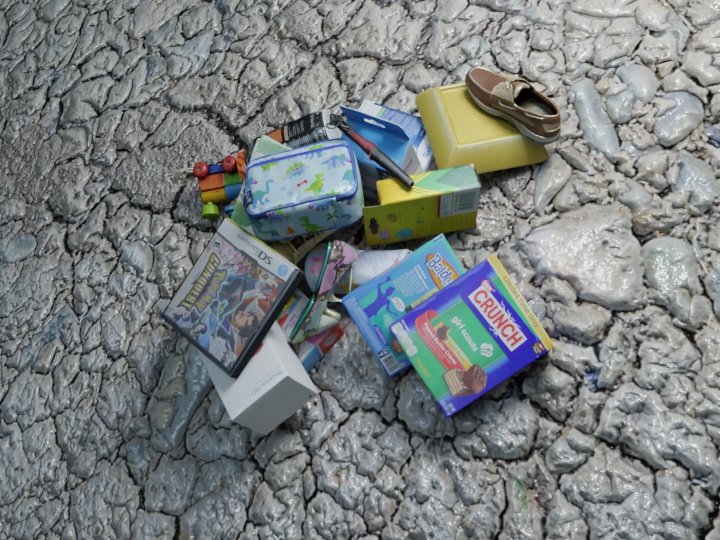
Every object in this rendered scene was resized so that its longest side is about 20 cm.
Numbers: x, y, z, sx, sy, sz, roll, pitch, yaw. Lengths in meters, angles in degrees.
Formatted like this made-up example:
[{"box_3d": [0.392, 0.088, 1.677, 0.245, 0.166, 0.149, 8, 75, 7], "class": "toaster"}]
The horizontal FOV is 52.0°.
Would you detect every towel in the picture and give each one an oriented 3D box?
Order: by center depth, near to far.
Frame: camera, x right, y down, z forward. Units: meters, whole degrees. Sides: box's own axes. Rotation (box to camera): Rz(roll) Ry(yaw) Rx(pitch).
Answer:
[{"box_3d": [-0.157, -0.134, 1.392, 0.151, 0.023, 0.202, 24, 103, 4], "class": "towel"}]

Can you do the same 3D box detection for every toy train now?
[{"box_3d": [-0.315, -0.158, 1.527, 0.197, 0.085, 0.118, -7, 77, 21], "class": "toy train"}]

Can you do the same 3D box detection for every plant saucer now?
[{"box_3d": [0.216, -0.269, 1.310, 0.197, 0.049, 0.202, -11, 60, -6], "class": "plant saucer"}]

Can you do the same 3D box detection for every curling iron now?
[{"box_3d": [0.013, -0.198, 1.222, 0.200, 0.049, 0.026, 43, 116, 20], "class": "curling iron"}]

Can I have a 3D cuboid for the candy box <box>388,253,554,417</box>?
[{"box_3d": [0.171, 0.099, 1.142, 0.199, 0.077, 0.170, -35, 87, 5], "class": "candy box"}]

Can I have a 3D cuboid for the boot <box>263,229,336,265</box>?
[{"box_3d": [-0.093, -0.064, 1.279, 0.154, 0.073, 0.200, -30, 16, 15], "class": "boot"}]

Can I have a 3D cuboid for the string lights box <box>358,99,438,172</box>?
[{"box_3d": [0.068, -0.244, 1.399, 0.199, 0.059, 0.103, 26, 79, 31], "class": "string lights box"}]

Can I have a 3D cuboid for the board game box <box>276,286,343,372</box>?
[{"box_3d": [-0.147, 0.102, 1.345, 0.153, 0.040, 0.200, -47, 57, -2], "class": "board game box"}]

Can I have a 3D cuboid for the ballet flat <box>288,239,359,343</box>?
[{"box_3d": [-0.056, 0.047, 1.252, 0.070, 0.069, 0.202, 22, 105, -7], "class": "ballet flat"}]

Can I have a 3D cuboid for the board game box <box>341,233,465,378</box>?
[{"box_3d": [0.091, 0.058, 1.209, 0.199, 0.045, 0.153, -32, 95, 7], "class": "board game box"}]

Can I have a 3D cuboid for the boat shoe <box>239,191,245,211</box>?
[{"box_3d": [-0.126, -0.147, 1.340, 0.198, 0.071, 0.063, -21, 95, 16], "class": "boat shoe"}]

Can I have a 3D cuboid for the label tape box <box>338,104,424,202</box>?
[{"box_3d": [0.034, -0.190, 1.304, 0.142, 0.200, 0.067, 25, 74, 32], "class": "label tape box"}]

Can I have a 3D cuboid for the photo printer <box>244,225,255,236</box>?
[{"box_3d": [-0.247, 0.006, 1.342, 0.199, 0.069, 0.167, -38, 13, 32], "class": "photo printer"}]

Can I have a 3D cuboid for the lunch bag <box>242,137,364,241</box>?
[{"box_3d": [-0.097, -0.139, 1.240, 0.197, 0.083, 0.162, -11, 46, 5], "class": "lunch bag"}]

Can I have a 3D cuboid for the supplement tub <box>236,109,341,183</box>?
[{"box_3d": [-0.134, -0.223, 1.443, 0.198, 0.123, 0.124, -20, 60, 15], "class": "supplement tub"}]

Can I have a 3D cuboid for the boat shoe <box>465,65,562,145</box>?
[{"box_3d": [0.264, -0.297, 1.256, 0.199, 0.072, 0.076, 39, 67, 21], "class": "boat shoe"}]

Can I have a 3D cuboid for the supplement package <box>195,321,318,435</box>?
[{"box_3d": [-0.183, 0.151, 1.242, 0.121, 0.120, 0.201, -38, 58, 3], "class": "supplement package"}]

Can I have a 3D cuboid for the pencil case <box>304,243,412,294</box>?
[{"box_3d": [0.000, 0.000, 1.302, 0.197, 0.084, 0.091, 5, 48, 27], "class": "pencil case"}]

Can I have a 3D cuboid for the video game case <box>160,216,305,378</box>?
[{"box_3d": [-0.210, 0.040, 1.198, 0.180, 0.025, 0.201, 34, 89, 26], "class": "video game case"}]

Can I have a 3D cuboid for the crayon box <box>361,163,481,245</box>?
[{"box_3d": [0.099, -0.108, 1.250, 0.197, 0.127, 0.051, -10, 61, -2], "class": "crayon box"}]
